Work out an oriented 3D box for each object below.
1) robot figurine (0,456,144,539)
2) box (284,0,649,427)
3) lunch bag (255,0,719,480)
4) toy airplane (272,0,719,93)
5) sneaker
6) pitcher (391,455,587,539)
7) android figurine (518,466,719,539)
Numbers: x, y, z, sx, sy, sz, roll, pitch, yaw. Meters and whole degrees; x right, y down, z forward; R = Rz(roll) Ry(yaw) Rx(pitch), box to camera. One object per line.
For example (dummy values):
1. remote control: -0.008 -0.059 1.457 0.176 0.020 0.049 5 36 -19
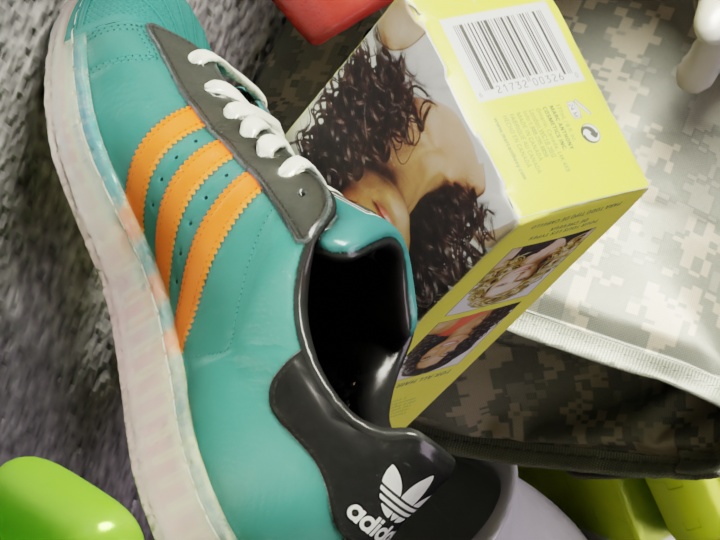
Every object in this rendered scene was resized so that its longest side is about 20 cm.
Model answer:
1. robot figurine: -0.092 0.153 0.746 0.175 0.116 0.201 -6 103 -29
2. box: 0.000 0.000 0.831 0.050 0.075 0.200 -14 158 -35
3. lunch bag: 0.065 -0.024 0.967 0.118 0.199 0.164 75 34 -55
4. toy airplane: 0.071 -0.157 0.888 0.141 0.199 0.200 161 -65 -70
5. sneaker: -0.026 -0.006 0.770 0.071 0.080 0.200 37 29 -52
6. pitcher: 0.035 0.105 1.130 0.200 0.121 0.172 70 17 -50
7. android figurine: 0.090 0.072 1.169 0.041 0.182 0.201 -29 105 -19
